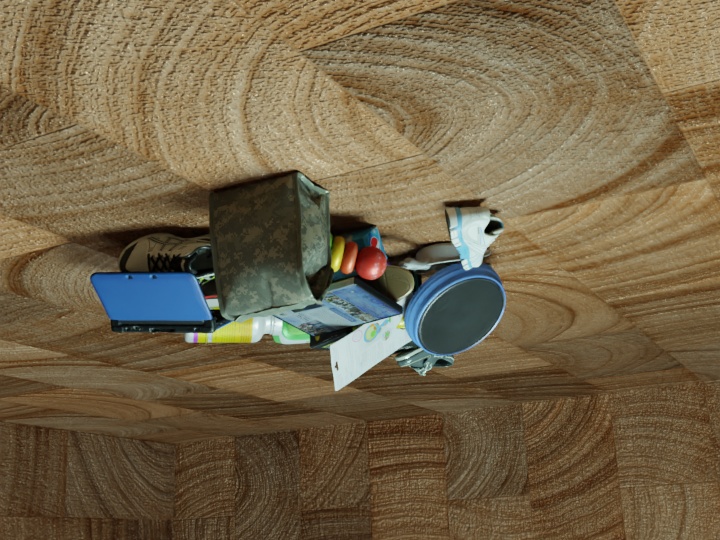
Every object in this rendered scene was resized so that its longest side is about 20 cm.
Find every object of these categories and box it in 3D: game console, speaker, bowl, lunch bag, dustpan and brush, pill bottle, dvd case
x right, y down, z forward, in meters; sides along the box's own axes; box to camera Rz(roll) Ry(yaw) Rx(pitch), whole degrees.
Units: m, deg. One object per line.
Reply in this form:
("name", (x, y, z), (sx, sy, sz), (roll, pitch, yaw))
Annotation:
("game console", (-0.333, 0.045, 1.653), (0.199, 0.119, 0.171), (0, -170, 17))
("speaker", (-0.091, 0.113, 2.094), (0.199, 0.089, 0.088), (-5, 163, 7))
("bowl", (0.180, 0.075, 1.771), (0.200, 0.039, 0.201), (-15, 132, -18))
("lunch bag", (-0.132, -0.026, 1.435), (0.163, 0.201, 0.117), (-11, 161, 24))
("dustpan and brush", (0.132, -0.016, 1.743), (0.139, 0.058, 0.200), (-16, 159, 38))
("pill bottle", (-0.264, 0.098, 1.987), (0.199, 0.105, 0.104), (1, 163, -11))
("dvd case", (-0.047, 0.066, 1.646), (0.199, 0.018, 0.143), (-17, 149, 32))

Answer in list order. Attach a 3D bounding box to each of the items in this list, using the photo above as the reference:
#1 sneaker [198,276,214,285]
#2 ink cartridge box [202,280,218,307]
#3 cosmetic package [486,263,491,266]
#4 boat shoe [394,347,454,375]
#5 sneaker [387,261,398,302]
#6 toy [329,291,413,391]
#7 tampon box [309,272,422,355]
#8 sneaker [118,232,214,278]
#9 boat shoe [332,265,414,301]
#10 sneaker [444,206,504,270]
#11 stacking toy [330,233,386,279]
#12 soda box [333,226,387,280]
("sneaker", (-0.296, 0.010, 1.732), (0.199, 0.083, 0.072), (-7, 163, 14))
("ink cartridge box", (-0.261, 0.054, 1.809), (0.160, 0.050, 0.200), (-5, -169, 10))
("cosmetic package", (0.217, 0.064, 1.948), (0.073, 0.104, 0.200), (-2, 164, -4))
("boat shoe", (0.138, 0.181, 1.967), (0.073, 0.062, 0.200), (-18, 175, 30))
("sneaker", (0.000, 0.000, 1.766), (0.199, 0.084, 0.081), (25, 131, -29))
("toy", (0.016, 0.121, 1.754), (0.200, 0.047, 0.116), (-29, 134, -26))
("tampon box", (0.011, 0.078, 1.882), (0.199, 0.151, 0.126), (10, 158, -35))
("sneaker", (-0.305, -0.022, 1.598), (0.199, 0.076, 0.088), (-9, -163, -8))
("boat shoe", (0.005, 0.030, 1.690), (0.199, 0.072, 0.065), (-15, -173, 22))
("sneaker", (0.201, -0.056, 1.610), (0.086, 0.075, 0.200), (-12, 162, 11))
("stacking toy", (-0.055, -0.030, 1.555), (0.199, 0.086, 0.085), (13, 162, -1))
("soda box", (-0.059, -0.019, 1.660), (0.199, 0.064, 0.068), (-13, -166, 28))
